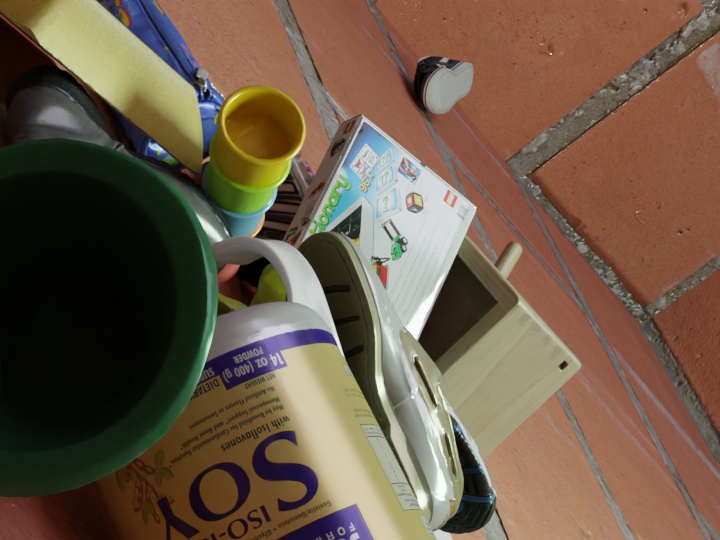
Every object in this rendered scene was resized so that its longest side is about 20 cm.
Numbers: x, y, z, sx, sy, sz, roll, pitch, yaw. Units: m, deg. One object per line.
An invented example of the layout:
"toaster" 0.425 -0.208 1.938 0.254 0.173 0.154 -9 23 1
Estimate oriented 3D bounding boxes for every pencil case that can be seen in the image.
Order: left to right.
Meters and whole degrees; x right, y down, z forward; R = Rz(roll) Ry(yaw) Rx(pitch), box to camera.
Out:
"pencil case" -0.172 -0.169 1.540 0.078 0.087 0.201 3 47 -47

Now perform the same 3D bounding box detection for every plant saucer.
"plant saucer" -0.201 -0.168 1.352 0.200 0.049 0.200 38 -2 40

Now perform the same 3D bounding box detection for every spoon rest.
"spoon rest" -0.040 0.065 1.203 0.099 0.060 0.202 4 60 -47

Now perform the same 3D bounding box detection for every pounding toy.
"pounding toy" 0.073 0.053 1.598 0.142 0.184 0.200 44 5 -40

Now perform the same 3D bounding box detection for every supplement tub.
"supplement tub" -0.042 0.134 0.984 0.201 0.145 0.145 62 13 16

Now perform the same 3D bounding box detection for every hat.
"hat" -0.141 0.044 0.964 0.176 0.164 0.202 84 9 -63

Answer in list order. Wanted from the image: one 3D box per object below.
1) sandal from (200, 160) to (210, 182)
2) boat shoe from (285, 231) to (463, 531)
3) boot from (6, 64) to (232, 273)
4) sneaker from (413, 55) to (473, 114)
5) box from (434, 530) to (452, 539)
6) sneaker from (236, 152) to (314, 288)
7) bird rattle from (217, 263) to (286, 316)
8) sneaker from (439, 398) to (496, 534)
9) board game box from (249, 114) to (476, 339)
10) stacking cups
"sandal" -0.059 -0.030 1.671 0.200 0.054 0.082 48 12 -28
"boat shoe" 0.010 0.072 1.260 0.068 0.074 0.202 -10 84 -52
"boot" -0.159 -0.029 1.261 0.200 0.070 0.132 39 23 -29
"sneaker" 0.120 -0.305 3.238 0.079 0.079 0.200 12 16 18
"box" 0.030 0.197 1.409 0.144 0.036 0.201 44 14 -44
"sneaker" -0.070 -0.035 1.552 0.201 0.087 0.074 57 -16 19
"bird rattle" -0.055 0.095 1.299 0.163 0.112 0.202 2 65 -62
"sneaker" 0.034 0.098 1.413 0.201 0.075 0.077 54 23 -5
"board game box" 0.000 0.000 1.487 0.126 0.201 0.035 37 -27 -22
"stacking cups" -0.088 -0.055 1.368 0.061 0.060 0.200 56 -26 12
